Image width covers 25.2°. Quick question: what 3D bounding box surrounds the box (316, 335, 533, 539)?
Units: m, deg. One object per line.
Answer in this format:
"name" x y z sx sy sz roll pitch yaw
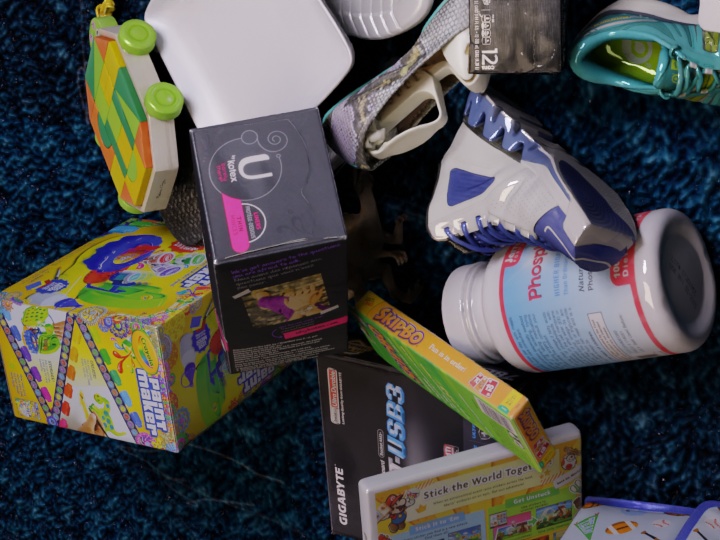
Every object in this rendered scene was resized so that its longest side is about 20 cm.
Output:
"box" 0.059 0.169 1.444 0.197 0.050 0.201 12 118 29

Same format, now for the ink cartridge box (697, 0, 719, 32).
"ink cartridge box" 0.294 -0.253 1.054 0.115 0.068 0.201 17 121 27

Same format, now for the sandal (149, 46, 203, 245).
"sandal" -0.150 -0.124 1.446 0.075 0.048 0.202 1 100 35

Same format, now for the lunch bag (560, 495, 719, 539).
"lunch bag" 0.243 0.271 1.289 0.199 0.170 0.125 4 120 34

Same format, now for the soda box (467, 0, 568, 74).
"soda box" 0.113 -0.242 1.147 0.070 0.063 0.202 1 100 11

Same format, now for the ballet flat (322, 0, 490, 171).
"ballet flat" 0.060 -0.147 1.228 0.200 0.072 0.072 -42 86 12

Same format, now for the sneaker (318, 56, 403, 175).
"sneaker" -0.043 -0.139 1.341 0.112 0.073 0.200 51 130 4

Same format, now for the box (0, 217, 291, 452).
"box" -0.188 0.052 1.453 0.191 0.200 0.123 8 117 30

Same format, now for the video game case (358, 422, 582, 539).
"video game case" 0.098 0.235 1.369 0.023 0.199 0.183 -135 36 -59

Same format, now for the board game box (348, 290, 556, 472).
"board game box" 0.070 0.085 1.315 0.199 0.030 0.096 31 163 35

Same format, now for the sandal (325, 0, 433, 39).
"sandal" -0.006 -0.226 1.291 0.202 0.050 0.083 4 104 48

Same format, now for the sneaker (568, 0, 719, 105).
"sneaker" 0.242 -0.142 1.139 0.199 0.080 0.078 11 118 29

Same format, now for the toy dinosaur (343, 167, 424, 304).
"toy dinosaur" 0.000 0.000 1.406 0.101 0.058 0.201 40 124 31

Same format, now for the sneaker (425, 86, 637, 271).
"sneaker" 0.118 -0.044 1.220 0.116 0.080 0.200 -56 43 19

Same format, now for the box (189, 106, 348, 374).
"box" -0.070 -0.019 1.275 0.200 0.105 0.123 92 167 -61

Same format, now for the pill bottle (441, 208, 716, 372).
"pill bottle" 0.166 0.021 1.254 0.199 0.109 0.109 -12 106 37

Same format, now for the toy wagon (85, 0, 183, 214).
"toy wagon" -0.207 -0.151 1.414 0.201 0.039 0.155 65 152 24

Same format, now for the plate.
"plate" -0.088 -0.190 1.301 0.200 0.032 0.201 -47 65 45
